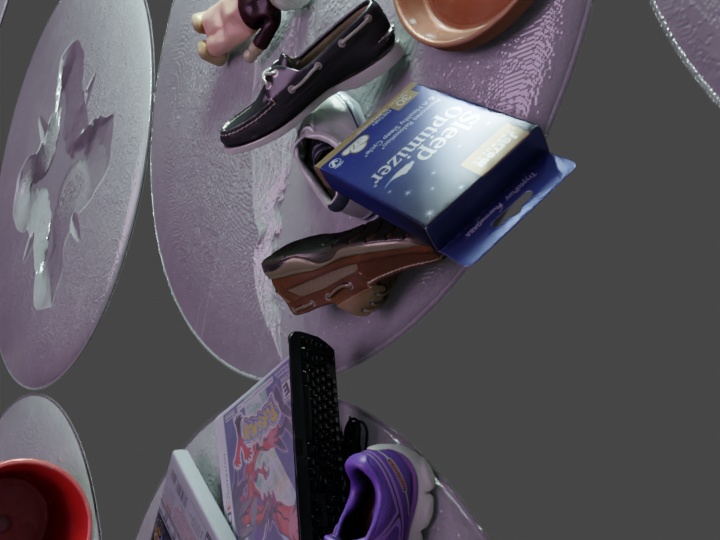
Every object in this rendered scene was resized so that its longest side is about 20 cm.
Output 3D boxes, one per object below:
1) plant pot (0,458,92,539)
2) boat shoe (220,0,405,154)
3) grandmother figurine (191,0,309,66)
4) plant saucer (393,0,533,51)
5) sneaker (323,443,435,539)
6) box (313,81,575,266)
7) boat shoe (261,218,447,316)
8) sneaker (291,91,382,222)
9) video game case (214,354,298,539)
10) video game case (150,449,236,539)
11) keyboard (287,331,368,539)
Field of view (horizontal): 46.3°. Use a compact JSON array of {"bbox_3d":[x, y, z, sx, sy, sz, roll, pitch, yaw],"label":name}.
[{"bbox_3d":[-0.509,0.372,1.224,0.177,0.200,0.201,-17,68,58],"label":"plant pot"},{"bbox_3d":[-0.056,-0.181,0.794,0.200,0.060,0.074,-29,31,12],"label":"boat shoe"},{"bbox_3d":[-0.128,-0.311,0.996,0.200,0.061,0.122,-6,104,48],"label":"grandmother figurine"},{"bbox_3d":[0.102,-0.284,0.713,0.200,0.032,0.201,-14,72,49],"label":"plant saucer"},{"bbox_3d":[0.004,0.241,0.675,0.081,0.083,0.200,-10,75,50],"label":"sneaker"},{"bbox_3d":[0.061,-0.085,0.671,0.121,0.032,0.200,-42,40,-11],"label":"box"},{"bbox_3d":[0.000,0.000,0.756,0.200,0.076,0.074,-10,106,42],"label":"boat shoe"},{"bbox_3d":[-0.032,-0.125,0.814,0.073,0.071,0.200,-58,43,25],"label":"sneaker"},{"bbox_3d":[-0.092,0.203,0.835,0.200,0.023,0.183,-42,51,48],"label":"video game case"},{"bbox_3d":[-0.188,0.329,0.928,0.200,0.023,0.182,40,118,52],"label":"video game case"},{"bbox_3d":[-0.020,0.154,0.723,0.040,0.104,0.200,-11,72,21],"label":"keyboard"}]
